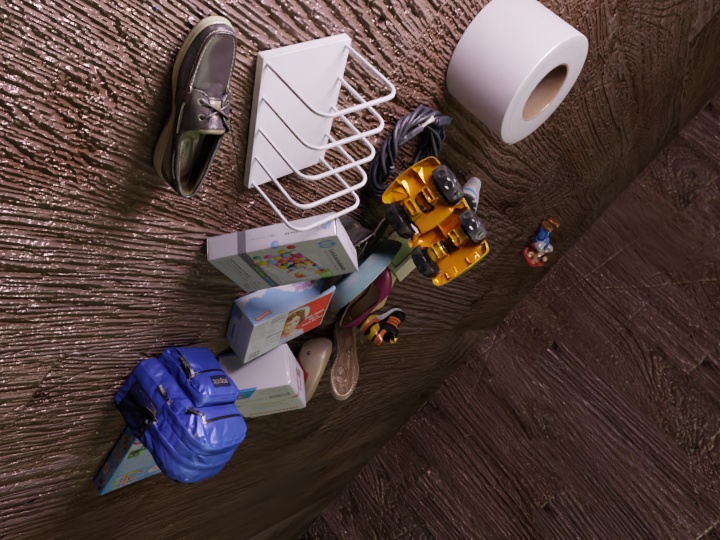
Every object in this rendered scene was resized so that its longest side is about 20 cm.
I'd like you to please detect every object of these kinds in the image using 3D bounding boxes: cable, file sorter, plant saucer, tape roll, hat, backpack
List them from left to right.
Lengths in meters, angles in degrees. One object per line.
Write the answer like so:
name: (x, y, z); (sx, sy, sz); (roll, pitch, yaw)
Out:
backpack: (-0.289, 0.240, 0.989); (0.169, 0.201, 0.161); (-50, 156, 18)
file sorter: (-0.056, -0.170, 0.764); (0.137, 0.125, 0.202); (-26, 153, -33)
hat: (-0.031, -0.052, 1.072); (0.200, 0.081, 0.201); (-44, 175, -4)
plant saucer: (0.000, 0.000, 1.188); (0.200, 0.036, 0.200); (-43, -171, 8)
cable: (0.082, -0.195, 1.049); (0.162, 0.051, 0.202); (-18, 148, -49)
tape roll: (0.261, -0.338, 0.987); (0.201, 0.139, 0.204); (-36, 156, -18)

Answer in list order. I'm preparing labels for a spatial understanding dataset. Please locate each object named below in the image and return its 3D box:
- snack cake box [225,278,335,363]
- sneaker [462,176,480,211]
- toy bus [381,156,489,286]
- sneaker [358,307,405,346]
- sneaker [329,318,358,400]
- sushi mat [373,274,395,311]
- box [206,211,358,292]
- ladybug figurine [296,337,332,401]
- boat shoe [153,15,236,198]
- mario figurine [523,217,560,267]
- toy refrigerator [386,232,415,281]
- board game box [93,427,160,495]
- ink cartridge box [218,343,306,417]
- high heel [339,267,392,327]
snack cake box: (-0.151, 0.081, 1.119); (0.198, 0.067, 0.116); (-24, 149, -40)
sneaker: (0.243, -0.145, 1.396); (0.088, 0.074, 0.201); (-59, 177, -30)
toy bus: (0.155, -0.083, 1.074); (0.135, 0.203, 0.191); (-35, 166, 19)
sneaker: (0.077, 0.165, 1.623); (0.198, 0.090, 0.070); (-7, 139, -55)
sneaker: (-0.050, 0.231, 1.430); (0.068, 0.204, 0.109); (10, 145, -13)
sushi mat: (0.054, 0.042, 1.468); (0.094, 0.012, 0.202); (-24, 150, -37)
box: (-0.113, -0.023, 0.905); (0.195, 0.042, 0.156); (-11, 159, 8)
ladybug figurine: (-0.125, 0.234, 1.393); (0.137, 0.071, 0.202); (-69, -178, -51)
boat shoe: (-0.171, -0.170, 0.644); (0.072, 0.065, 0.202); (-16, 144, -45)
mario figurine: (0.685, -0.089, 2.182); (0.120, 0.107, 0.203); (3, 132, -12)
toy refrigerator: (0.131, -0.078, 1.308); (0.199, 0.076, 0.070); (-43, 158, -1)
board game box: (-0.424, 0.352, 1.173); (0.201, 0.037, 0.150); (-54, 155, 22)
ink cartridge box: (-0.198, 0.233, 1.214); (0.141, 0.086, 0.201); (-9, 153, 0)
high heel: (0.011, 0.067, 1.366); (0.095, 0.067, 0.202); (-34, 158, -35)
